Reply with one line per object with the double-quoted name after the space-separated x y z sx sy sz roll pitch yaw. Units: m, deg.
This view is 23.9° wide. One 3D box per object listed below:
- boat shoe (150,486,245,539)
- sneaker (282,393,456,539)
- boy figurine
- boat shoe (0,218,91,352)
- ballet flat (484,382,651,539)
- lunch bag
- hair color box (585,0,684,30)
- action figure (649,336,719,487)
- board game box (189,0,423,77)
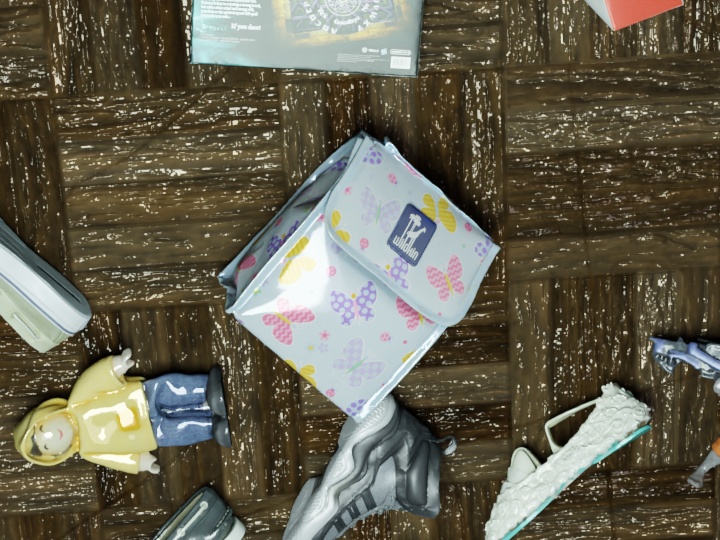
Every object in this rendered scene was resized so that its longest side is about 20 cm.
-0.202 0.283 1.600 0.200 0.076 0.060 -41 103 -11 "boat shoe"
0.010 0.218 1.593 0.113 0.076 0.201 29 103 -11 "sneaker"
-0.220 0.131 1.554 0.198 0.065 0.125 -6 113 -5 "boy figurine"
-0.325 -0.003 1.493 0.062 0.072 0.200 -42 110 8 "boat shoe"
0.185 0.179 1.607 0.200 0.072 0.072 -40 108 8 "ballet flat"
0.000 0.000 1.490 0.169 0.127 0.200 42 96 -19 "lunch bag"
0.196 -0.267 1.364 0.061 0.200 0.102 -20 110 3 "hair color box"
0.365 0.113 1.591 0.199 0.104 0.195 19 103 18 "action figure"
-0.044 -0.238 1.449 0.198 0.028 0.136 3 109 -5 "board game box"
